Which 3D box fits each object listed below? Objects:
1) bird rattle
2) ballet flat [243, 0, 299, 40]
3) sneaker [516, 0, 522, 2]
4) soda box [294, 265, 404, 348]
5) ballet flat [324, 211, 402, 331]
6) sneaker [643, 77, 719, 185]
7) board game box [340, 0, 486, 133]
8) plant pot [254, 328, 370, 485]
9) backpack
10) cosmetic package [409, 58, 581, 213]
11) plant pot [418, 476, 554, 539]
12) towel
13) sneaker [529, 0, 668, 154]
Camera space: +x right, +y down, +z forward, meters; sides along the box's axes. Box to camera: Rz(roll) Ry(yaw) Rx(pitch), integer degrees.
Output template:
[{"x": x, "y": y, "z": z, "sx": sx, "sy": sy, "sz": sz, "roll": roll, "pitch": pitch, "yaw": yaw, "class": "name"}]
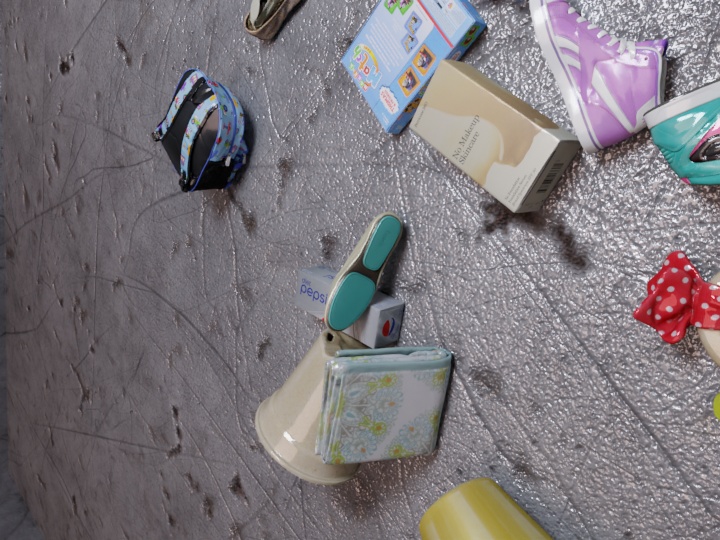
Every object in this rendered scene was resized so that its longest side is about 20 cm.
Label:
[{"x": 0.387, "y": 0.054, "z": 0.560, "sx": 0.163, "sy": 0.112, "sz": 0.202, "roll": -40, "pitch": 56, "yaw": 28, "class": "bird rattle"}, {"x": -0.139, "y": -0.476, "z": 0.964, "sx": 0.200, "sy": 0.067, "sz": 0.069, "roll": -44, "pitch": 68, "yaw": 38, "class": "ballet flat"}, {"x": 0.143, "y": -0.395, "z": 0.708, "sx": 0.199, "sy": 0.073, "sz": 0.083, "roll": 35, "pitch": 121, "yaw": 36, "class": "sneaker"}, {"x": -0.024, "y": 0.056, "z": 0.946, "sx": 0.198, "sy": 0.063, "sz": 0.069, "roll": 25, "pitch": 114, "yaw": 38, "class": "soda box"}, {"x": 0.000, "y": 0.000, "z": 0.871, "sx": 0.069, "sy": 0.069, "sz": 0.202, "roll": 29, "pitch": 85, "yaw": 36, "class": "ballet flat"}, {"x": 0.382, "y": -0.131, "z": 0.518, "sx": 0.198, "sy": 0.083, "sz": 0.123, "roll": -19, "pitch": 90, "yaw": 36, "class": "sneaker"}, {"x": 0.067, "y": -0.326, "z": 0.814, "sx": 0.200, "sy": 0.036, "sz": 0.153, "roll": -45, "pitch": 67, "yaw": 38, "class": "board game box"}, {"x": -0.046, "y": 0.205, "z": 0.923, "sx": 0.200, "sy": 0.199, "sz": 0.185, "roll": 41, "pitch": 112, "yaw": 31, "class": "plant pot"}, {"x": -0.296, "y": -0.278, "z": 1.101, "sx": 0.184, "sy": 0.133, "sz": 0.201, "roll": 55, "pitch": 129, "yaw": 22, "class": "backpack"}, {"x": 0.166, "y": -0.174, "z": 0.722, "sx": 0.200, "sy": 0.070, "sz": 0.106, "roll": 45, "pitch": 125, "yaw": 29, "class": "cosmetic package"}, {"x": 0.176, "y": 0.391, "z": 0.739, "sx": 0.189, "sy": 0.198, "sz": 0.203, "roll": 54, "pitch": 130, "yaw": 43, "class": "plant pot"}, {"x": 0.034, "y": 0.198, "z": 0.835, "sx": 0.048, "sy": 0.197, "sz": 0.174, "roll": -132, "pitch": 47, "yaw": -61, "class": "towel"}, {"x": 0.268, "y": -0.246, "z": 0.621, "sx": 0.113, "sy": 0.072, "sz": 0.203, "roll": -24, "pitch": 91, "yaw": 39, "class": "sneaker"}]
